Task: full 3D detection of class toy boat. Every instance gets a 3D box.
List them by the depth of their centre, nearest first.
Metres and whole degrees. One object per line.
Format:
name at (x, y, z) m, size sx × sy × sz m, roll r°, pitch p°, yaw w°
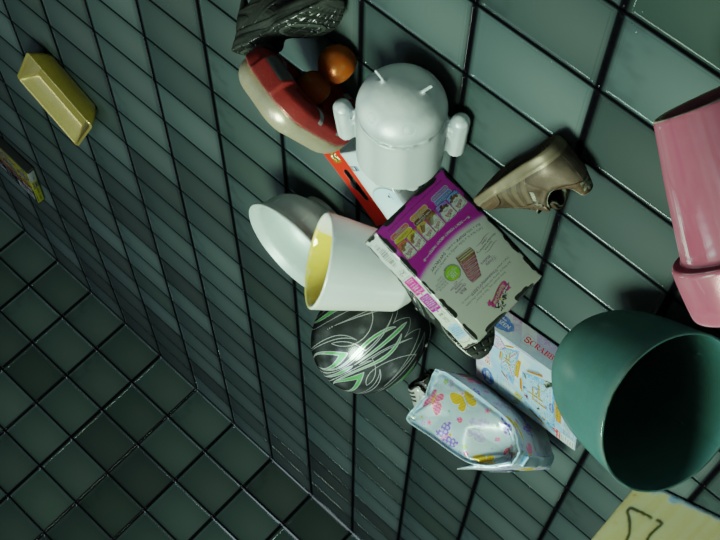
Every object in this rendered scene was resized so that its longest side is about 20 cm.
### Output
toy boat at (-0.058, -0.242, 1.575) m, size 0.131 × 0.131 × 0.200 m, roll 55°, pitch -165°, yaw 22°

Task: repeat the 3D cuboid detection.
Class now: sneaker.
sneaker at (0.200, -0.093, 1.415) m, size 0.076 × 0.070 × 0.200 m, roll 47°, pitch 160°, yaw -4°
sneaker at (-0.099, -0.337, 1.537) m, size 0.200 × 0.076 × 0.091 m, roll -9°, pitch 79°, yaw 44°
sneaker at (0.119, 0.046, 1.691) m, size 0.200 × 0.076 × 0.088 m, roll 56°, pitch 162°, yaw 20°
sneaker at (0.148, 0.248, 2.140) m, size 0.200 × 0.076 × 0.115 m, roll 22°, pitch 150°, yaw 53°

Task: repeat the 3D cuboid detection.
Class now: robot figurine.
robot figurine at (0.050, -0.178, 1.487) m, size 0.169 × 0.113 × 0.200 m, roll 5°, pitch 152°, yaw 2°

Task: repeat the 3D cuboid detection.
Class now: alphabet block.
alphabet block at (0.452, 0.470, 1.781) m, size 0.195 × 0.200 × 0.197 m, roll 22°, pitch 149°, yaw 49°

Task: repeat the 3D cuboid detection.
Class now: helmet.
helmet at (0.015, 0.111, 2.012) m, size 0.200 × 0.200 × 0.191 m, roll 51°, pitch 176°, yaw -12°

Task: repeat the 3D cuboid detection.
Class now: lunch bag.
lunch bag at (0.199, 0.256, 1.909) m, size 0.200 × 0.127 × 0.170 m, roll 33°, pitch -172°, yaw 27°

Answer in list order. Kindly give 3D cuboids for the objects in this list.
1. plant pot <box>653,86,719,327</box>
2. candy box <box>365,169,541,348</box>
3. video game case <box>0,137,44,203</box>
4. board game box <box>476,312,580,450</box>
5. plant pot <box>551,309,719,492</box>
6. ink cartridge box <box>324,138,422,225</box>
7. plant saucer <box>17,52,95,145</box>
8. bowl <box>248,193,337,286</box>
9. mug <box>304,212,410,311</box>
plant pot at (0.344, -0.072, 1.028) m, size 0.179 × 0.200 × 0.200 m, roll 65°, pitch 157°, yaw -6°
candy box at (0.125, -0.015, 1.613) m, size 0.200 × 0.136 × 0.061 m, roll 47°, pitch 161°, yaw 0°
video game case at (-0.984, -0.301, 3.408) m, size 0.200 × 0.025 × 0.181 m, roll 42°, pitch 159°, yaw 14°
board game box at (0.260, 0.159, 1.804) m, size 0.199 × 0.041 × 0.200 m, roll 37°, pitch 158°, yaw 24°
plant pot at (0.325, 0.138, 1.440) m, size 0.201 × 0.200 × 0.161 m, roll 59°, pitch 169°, yaw -30°
ink cartridge box at (0.017, -0.117, 1.756) m, size 0.160 × 0.047 × 0.200 m, roll 53°, pitch 156°, yaw -18°
plant saucer at (-0.639, -0.374, 2.565) m, size 0.200 × 0.048 × 0.200 m, roll 49°, pitch 159°, yaw -10°
bowl at (-0.086, -0.059, 2.006) m, size 0.201 × 0.090 × 0.201 m, roll 39°, pitch 158°, yaw 19°
mug at (0.003, -0.007, 1.847) m, size 0.153 × 0.150 × 0.187 m, roll 10°, pitch -170°, yaw -15°
